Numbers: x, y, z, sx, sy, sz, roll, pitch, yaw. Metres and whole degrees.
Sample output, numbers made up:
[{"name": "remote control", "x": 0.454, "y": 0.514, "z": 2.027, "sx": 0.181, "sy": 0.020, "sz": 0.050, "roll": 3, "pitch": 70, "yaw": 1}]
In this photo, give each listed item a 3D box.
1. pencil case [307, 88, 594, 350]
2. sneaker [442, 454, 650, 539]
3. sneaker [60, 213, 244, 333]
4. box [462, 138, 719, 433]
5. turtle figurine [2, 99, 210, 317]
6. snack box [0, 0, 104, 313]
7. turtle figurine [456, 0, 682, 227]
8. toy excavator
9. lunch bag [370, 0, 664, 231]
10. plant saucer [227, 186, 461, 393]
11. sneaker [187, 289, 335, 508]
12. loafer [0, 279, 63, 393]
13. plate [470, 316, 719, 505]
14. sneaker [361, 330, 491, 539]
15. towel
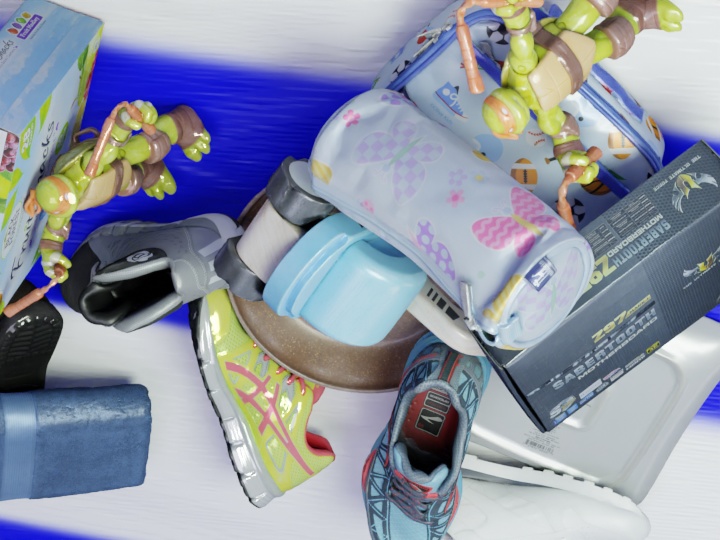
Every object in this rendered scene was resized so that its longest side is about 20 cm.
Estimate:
[{"name": "pencil case", "x": 0.056, "y": -0.034, "z": 1.271, "sx": 0.091, "sy": 0.200, "sz": 0.083, "roll": -47, "pitch": 149, "yaw": -2}, {"name": "sneaker", "x": 0.126, "y": 0.200, "z": 1.557, "sx": 0.200, "sy": 0.081, "sz": 0.076, "roll": 7, "pitch": 154, "yaw": 16}, {"name": "sneaker", "x": -0.183, "y": 0.009, "z": 1.470, "sx": 0.200, "sy": 0.115, "sz": 0.075, "roll": -15, "pitch": 101, "yaw": 42}, {"name": "box", "x": 0.176, "y": 0.016, "z": 1.344, "sx": 0.200, "sy": 0.051, "sz": 0.158, "roll": -37, "pitch": 153, "yaw": 0}, {"name": "turtle figurine", "x": -0.187, "y": -0.062, "z": 1.417, "sx": 0.064, "sy": 0.161, "sz": 0.200, "roll": 39, "pitch": 122, "yaw": 14}, {"name": "snack box", "x": -0.258, "y": -0.070, "z": 1.426, "sx": 0.068, "sy": 0.169, "sz": 0.200, "roll": 20, "pitch": 126, "yaw": 3}, {"name": "turtle figurine", "x": 0.133, "y": -0.131, "z": 1.275, "sx": 0.064, "sy": 0.161, "sz": 0.200, "roll": 30, "pitch": 157, "yaw": 50}, {"name": "toy excavator", "x": 0.026, "y": 0.013, "z": 1.398, "sx": 0.200, "sy": 0.194, "sz": 0.100, "roll": 47, "pitch": 121, "yaw": 14}, {"name": "lunch bag", "x": 0.106, "y": -0.098, "z": 1.372, "sx": 0.200, "sy": 0.076, "sz": 0.160, "roll": 41, "pitch": 122, "yaw": -16}, {"name": "plant saucer", "x": 0.000, "y": 0.000, "z": 1.483, "sx": 0.200, "sy": 0.037, "sz": 0.201, "roll": 5, "pitch": 121, "yaw": 8}, {"name": "sneaker", "x": -0.076, "y": 0.085, "z": 1.556, "sx": 0.090, "sy": 0.078, "sz": 0.200, "roll": -19, "pitch": 116, "yaw": -1}, {"name": "loafer", "x": -0.292, "y": 0.068, "z": 1.604, "sx": 0.073, "sy": 0.071, "sz": 0.200, "roll": -8, "pitch": 148, "yaw": -36}, {"name": "plate", "x": 0.160, "y": 0.088, "z": 1.514, "sx": 0.199, "sy": 0.032, "sz": 0.200, "roll": 23, "pitch": 127, "yaw": -3}, {"name": "sneaker", "x": 0.039, "y": 0.142, "z": 1.476, "sx": 0.079, "sy": 0.096, "sz": 0.200, "roll": 14, "pitch": 115, "yaw": 7}, {"name": "towel", "x": -0.269, "y": 0.137, "z": 1.593, "sx": 0.200, "sy": 0.049, "sz": 0.112, "roll": -3, "pitch": 136, "yaw": -20}]
